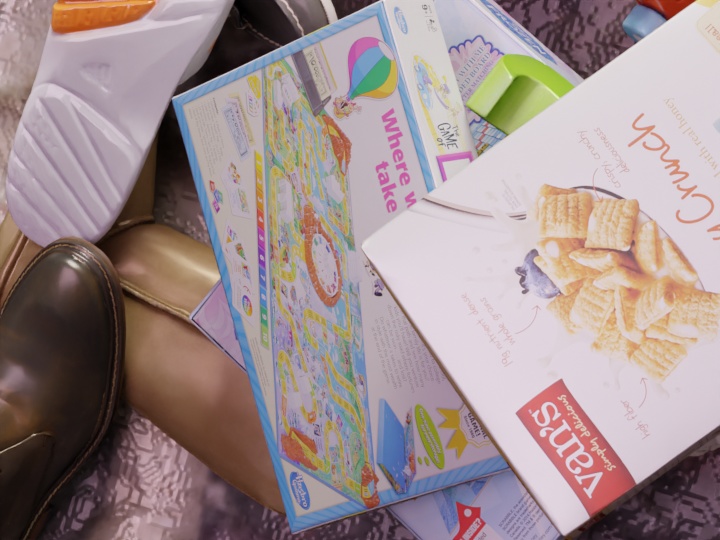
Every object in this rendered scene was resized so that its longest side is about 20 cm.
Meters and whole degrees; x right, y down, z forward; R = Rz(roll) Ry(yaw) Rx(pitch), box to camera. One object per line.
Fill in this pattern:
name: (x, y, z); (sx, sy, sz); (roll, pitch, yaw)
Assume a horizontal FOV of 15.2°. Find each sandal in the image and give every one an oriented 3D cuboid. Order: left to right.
sandal: (-0.110, -0.109, 1.266); (0.079, 0.059, 0.208); (27, 106, 1)

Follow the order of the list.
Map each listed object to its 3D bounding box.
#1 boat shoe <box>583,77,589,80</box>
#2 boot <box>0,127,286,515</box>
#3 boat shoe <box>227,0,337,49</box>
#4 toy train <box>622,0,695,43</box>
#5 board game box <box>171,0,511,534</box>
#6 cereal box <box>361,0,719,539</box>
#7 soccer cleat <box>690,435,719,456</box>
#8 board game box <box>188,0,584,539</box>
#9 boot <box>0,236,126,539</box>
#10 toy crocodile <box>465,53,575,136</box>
boat shoe: (0.112, -0.058, 1.234); (0.199, 0.071, 0.065); (-16, 81, 19)
boot: (-0.071, -0.004, 1.303); (0.199, 0.066, 0.176); (29, 100, 18)
boat shoe: (-0.085, -0.166, 1.313); (0.057, 0.067, 0.200); (-30, 65, -19)
toy train: (0.156, -0.207, 1.212); (0.056, 0.150, 0.201); (33, 88, 37)
board game box: (0.000, 0.000, 1.157); (0.134, 0.034, 0.201); (-20, 83, 41)
cereal box: (0.120, -0.008, 1.068); (0.200, 0.040, 0.144); (-36, 80, 1)
soccer cleat: (0.166, 0.048, 1.213); (0.199, 0.070, 0.087); (7, 103, 22)
board game box: (0.055, 0.010, 1.197); (0.199, 0.041, 0.200); (43, 105, 17)
boot: (-0.173, 0.081, 1.272); (0.074, 0.097, 0.201); (30, 119, 13)
toy crocodile: (0.119, -0.008, 1.115); (0.067, 0.062, 0.201); (-38, 77, 17)
